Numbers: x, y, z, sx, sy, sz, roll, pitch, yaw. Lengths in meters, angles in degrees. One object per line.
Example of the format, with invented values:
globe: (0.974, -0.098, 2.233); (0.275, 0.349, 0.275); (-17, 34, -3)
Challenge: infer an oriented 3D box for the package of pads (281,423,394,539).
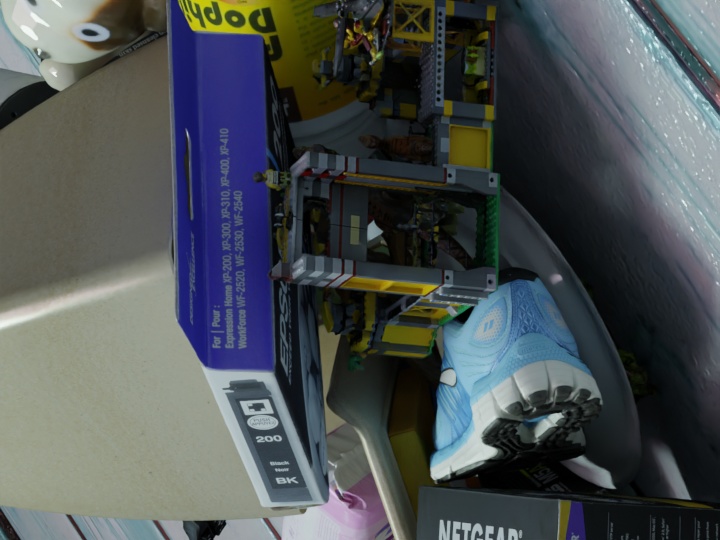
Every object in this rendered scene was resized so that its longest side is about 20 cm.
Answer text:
package of pads: (0.012, 0.131, 1.835); (0.076, 0.120, 0.200); (48, 160, 18)

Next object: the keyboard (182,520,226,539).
keyboard: (-0.044, 0.089, 1.814); (0.039, 0.201, 0.104); (28, 168, 15)

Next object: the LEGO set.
LEGO set: (-0.005, -0.053, 1.428); (0.154, 0.115, 0.201); (166, 109, -72)

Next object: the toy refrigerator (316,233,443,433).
toy refrigerator: (-0.040, 0.055, 1.725); (0.076, 0.199, 0.070); (26, 143, 62)

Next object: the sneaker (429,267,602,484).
sneaker: (0.076, 0.051, 1.480); (0.200, 0.078, 0.090); (119, 141, -70)

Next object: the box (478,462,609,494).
box: (0.135, 0.194, 1.675); (0.201, 0.047, 0.193); (64, 170, -16)

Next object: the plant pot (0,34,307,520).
plant pot: (-0.144, 0.020, 1.599); (0.200, 0.176, 0.201); (-90, -19, -48)

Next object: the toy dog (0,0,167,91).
toy dog: (-0.147, -0.187, 1.639); (0.139, 0.194, 0.200); (40, -159, -20)

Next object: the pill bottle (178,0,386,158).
pill bottle: (-0.043, -0.148, 1.551); (0.109, 0.109, 0.201); (42, 156, 46)

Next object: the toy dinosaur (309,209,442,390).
toy dinosaur: (0.000, 0.000, 1.587); (0.200, 0.060, 0.106); (54, 163, 19)

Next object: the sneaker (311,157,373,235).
sneaker: (-0.051, -0.118, 1.684); (0.200, 0.078, 0.116); (55, 164, 13)

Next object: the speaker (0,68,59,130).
speaker: (-0.219, -0.085, 1.802); (0.082, 0.081, 0.200); (65, 162, -17)

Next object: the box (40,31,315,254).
box: (-0.102, -0.063, 1.838); (0.197, 0.124, 0.200); (56, 163, 19)

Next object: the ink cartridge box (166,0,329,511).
ink cartridge box: (-0.056, -0.012, 1.456); (0.200, 0.043, 0.199); (70, -166, -58)

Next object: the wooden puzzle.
wooden puzzle: (0.041, 0.119, 1.611); (0.185, 0.037, 0.201); (-76, -36, -68)

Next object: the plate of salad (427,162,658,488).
plate of salad: (0.095, 0.024, 1.543); (0.200, 0.048, 0.200); (50, 159, 27)

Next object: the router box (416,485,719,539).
router box: (0.132, 0.138, 1.441); (0.200, 0.156, 0.053); (173, 101, -72)
